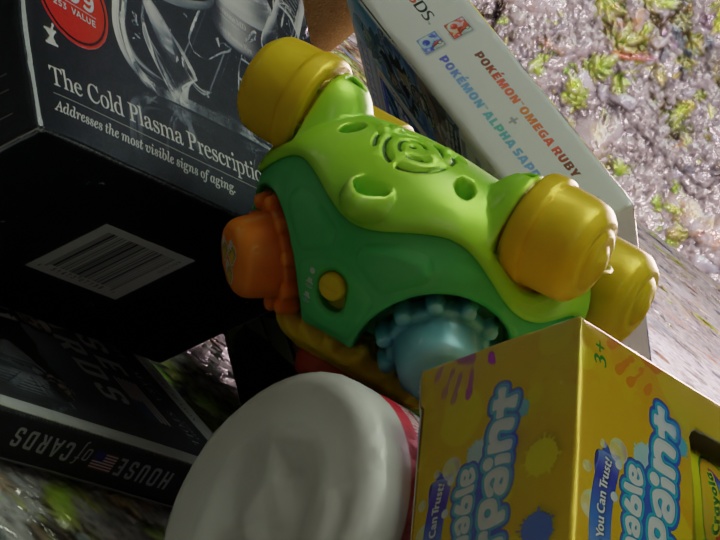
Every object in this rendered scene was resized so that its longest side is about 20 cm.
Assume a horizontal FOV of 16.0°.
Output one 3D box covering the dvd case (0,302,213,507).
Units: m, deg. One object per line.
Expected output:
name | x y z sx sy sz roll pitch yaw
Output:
dvd case | -0.141 0.024 0.954 0.150 0.025 0.200 46 13 35

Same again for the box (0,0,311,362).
box | -0.110 -0.085 0.967 0.200 0.104 0.183 24 48 -54

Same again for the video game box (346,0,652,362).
video game box | 0.066 -0.023 1.153 0.182 0.047 0.200 52 -13 33

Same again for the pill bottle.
pill bottle | 0.036 0.123 0.883 0.200 0.111 0.111 31 12 -34

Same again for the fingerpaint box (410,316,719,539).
fingerpaint box | 0.091 0.141 0.791 0.167 0.073 0.201 31 52 -37

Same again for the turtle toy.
turtle toy | 0.023 0.006 0.916 0.145 0.101 0.200 29 -4 22

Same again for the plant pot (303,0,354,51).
plant pot | -0.051 -0.174 1.280 0.186 0.200 0.186 34 11 -8

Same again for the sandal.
sandal | -0.021 0.026 1.089 0.057 0.080 0.201 -9 5 -11
